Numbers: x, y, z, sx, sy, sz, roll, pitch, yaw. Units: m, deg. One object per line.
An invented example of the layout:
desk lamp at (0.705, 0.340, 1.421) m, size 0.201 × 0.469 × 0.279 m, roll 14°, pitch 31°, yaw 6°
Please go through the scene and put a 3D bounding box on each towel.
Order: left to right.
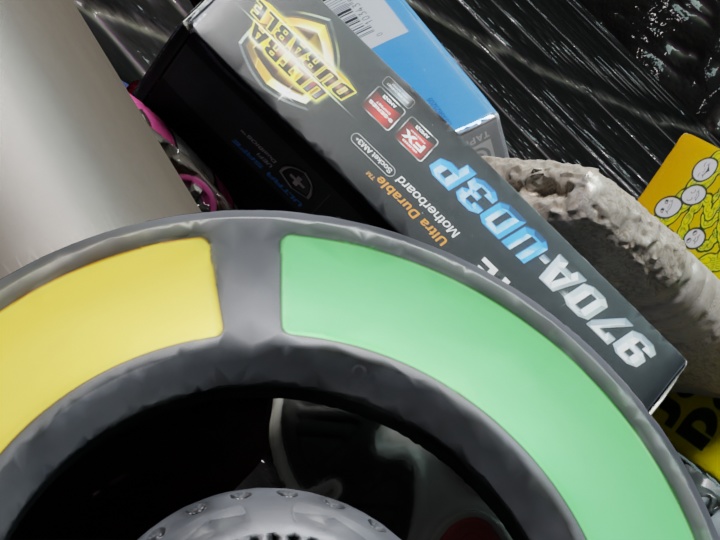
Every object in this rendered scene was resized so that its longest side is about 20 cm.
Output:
towel at (0.051, -0.001, 0.923) m, size 0.132 × 0.035 × 0.199 m, roll 37°, pitch -19°, yaw -36°

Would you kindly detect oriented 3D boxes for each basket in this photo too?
basket at (-0.115, -0.018, 0.614) m, size 0.200 × 0.136 × 0.181 m, roll 54°, pitch -23°, yaw 16°

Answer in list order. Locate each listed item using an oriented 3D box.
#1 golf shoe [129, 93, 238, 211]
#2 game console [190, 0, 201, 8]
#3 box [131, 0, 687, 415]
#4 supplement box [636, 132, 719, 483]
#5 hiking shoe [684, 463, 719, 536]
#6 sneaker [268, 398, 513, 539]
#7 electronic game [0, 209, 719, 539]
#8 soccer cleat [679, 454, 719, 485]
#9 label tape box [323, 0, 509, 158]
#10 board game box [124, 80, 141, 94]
golf shoe at (-0.106, -0.042, 0.848) m, size 0.200 × 0.073 × 0.092 m, roll 40°, pitch 12°, yaw -10°
game console at (-0.062, -0.128, 0.979) m, size 0.177 × 0.031 × 0.200 m, roll 59°, pitch -1°, yaw 22°
box at (0.000, 0.000, 0.871) m, size 0.200 × 0.046 × 0.159 m, roll 44°, pitch -28°, yaw -2°
supplement box at (0.180, 0.046, 0.947) m, size 0.109 × 0.109 × 0.200 m, roll 35°, pitch 1°, yaw -36°
hiking shoe at (0.085, 0.102, 0.936) m, size 0.074 × 0.087 × 0.200 m, roll 37°, pitch -3°, yaw -27°
sneaker at (0.008, 0.100, 0.566) m, size 0.080 × 0.201 × 0.084 m, roll 9°, pitch -22°, yaw 2°
electronic game at (-0.017, 0.082, 0.497) m, size 0.200 × 0.200 × 0.042 m, roll 44°, pitch -23°, yaw 8°
soccer cleat at (0.125, 0.105, 1.085) m, size 0.085 × 0.069 × 0.200 m, roll 33°, pitch 10°, yaw 19°
label tape box at (0.023, -0.031, 1.164) m, size 0.143 × 0.066 × 0.201 m, roll 54°, pitch -14°, yaw 42°
board game box at (-0.059, -0.042, 1.051) m, size 0.158 × 0.039 × 0.200 m, roll 42°, pitch 12°, yaw 0°
